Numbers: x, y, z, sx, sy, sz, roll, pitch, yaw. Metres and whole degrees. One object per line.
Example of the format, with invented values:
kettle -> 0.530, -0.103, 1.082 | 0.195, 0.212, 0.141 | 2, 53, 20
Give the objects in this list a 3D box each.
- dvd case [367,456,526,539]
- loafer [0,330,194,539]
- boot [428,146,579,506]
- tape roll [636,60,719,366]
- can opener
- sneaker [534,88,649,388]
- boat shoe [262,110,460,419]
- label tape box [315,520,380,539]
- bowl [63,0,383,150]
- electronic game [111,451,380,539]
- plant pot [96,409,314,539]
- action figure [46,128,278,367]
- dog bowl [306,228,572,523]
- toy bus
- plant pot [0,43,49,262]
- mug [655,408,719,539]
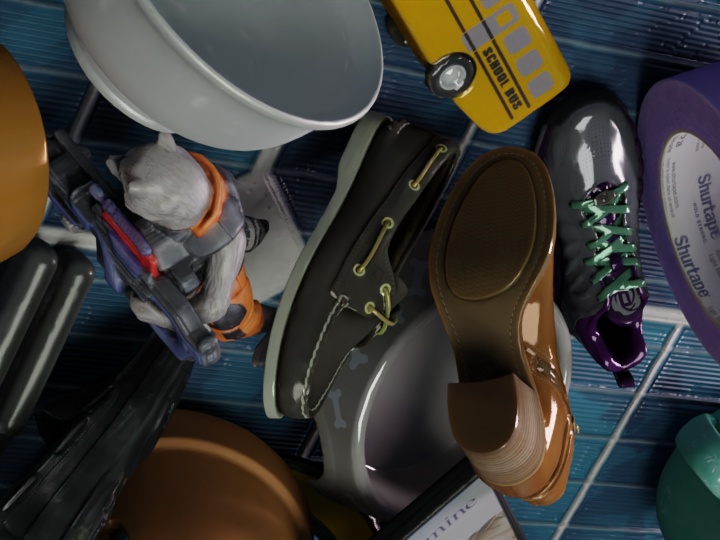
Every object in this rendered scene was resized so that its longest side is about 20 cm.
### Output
dvd case -> 0.040, 0.195, 1.650 | 0.143, 0.018, 0.200 | -40, 155, -5
loafer -> -0.157, 0.094, 1.524 | 0.201, 0.070, 0.068 | -59, 177, -30
boot -> 0.094, 0.039, 1.563 | 0.073, 0.201, 0.155 | 2, 164, 19
tape roll -> 0.251, -0.034, 1.592 | 0.085, 0.200, 0.200 | -18, 134, -13
can opener -> -0.225, 0.068, 1.530 | 0.053, 0.067, 0.200 | 18, 104, -36
sneaker -> 0.159, -0.020, 1.633 | 0.074, 0.088, 0.200 | -20, 134, -12
boat shoe -> 0.000, 0.000, 1.498 | 0.072, 0.060, 0.202 | 78, 30, -63
label tape box -> 0.037, 0.228, 1.784 | 0.143, 0.066, 0.200 | -30, 111, -3
bowl -> -0.089, -0.135, 1.341 | 0.201, 0.202, 0.090 | 22, 132, -40
electronic game -> -0.076, 0.211, 1.693 | 0.199, 0.042, 0.201 | -5, 110, -13
plant pot -> -0.117, 0.202, 1.585 | 0.199, 0.140, 0.201 | -3, 109, -9
action figure -> -0.110, -0.036, 1.435 | 0.105, 0.200, 0.194 | -38, 166, -8
dog bowl -> 0.051, 0.075, 1.639 | 0.200, 0.059, 0.201 | -20, 125, -31
toy bus -> 0.045, -0.164, 1.463 | 0.078, 0.065, 0.200 | -34, 135, 0
plant pot -> -0.268, -0.050, 1.316 | 0.183, 0.200, 0.201 | -17, 135, -38
mug -> 0.286, 0.152, 1.831 | 0.152, 0.114, 0.185 | -17, 133, -15
